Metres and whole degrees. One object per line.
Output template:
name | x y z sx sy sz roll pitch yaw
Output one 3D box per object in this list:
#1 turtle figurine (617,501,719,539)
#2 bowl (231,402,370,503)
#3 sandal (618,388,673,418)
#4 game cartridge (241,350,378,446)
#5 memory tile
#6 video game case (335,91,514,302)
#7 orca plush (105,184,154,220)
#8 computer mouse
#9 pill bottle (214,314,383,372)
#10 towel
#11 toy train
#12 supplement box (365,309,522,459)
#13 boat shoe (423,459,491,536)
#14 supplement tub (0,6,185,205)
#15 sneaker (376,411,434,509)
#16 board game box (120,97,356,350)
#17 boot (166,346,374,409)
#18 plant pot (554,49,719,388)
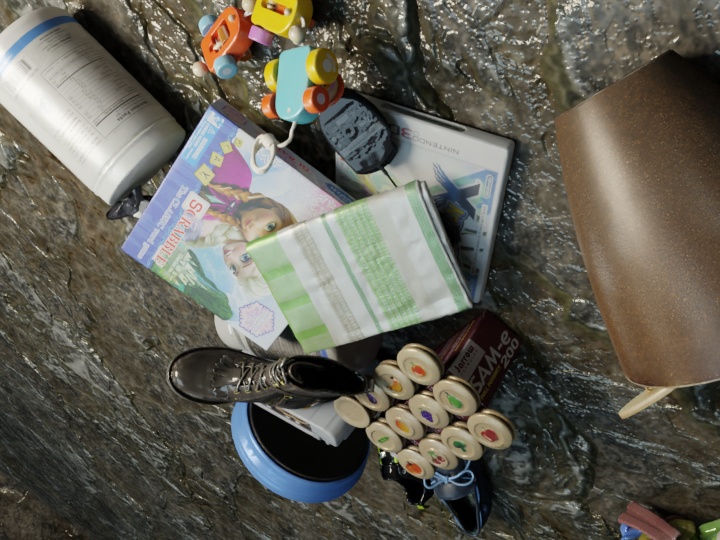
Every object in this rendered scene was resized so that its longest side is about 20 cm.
turtle figurine | 0.389 0.338 0.771 0.143 0.201 0.194 10 140 -19
bowl | -0.076 0.217 0.969 0.200 0.201 0.039 36 125 4
sandal | 0.298 0.056 0.644 0.070 0.078 0.212 53 136 14
game cartridge | -0.072 0.137 0.934 0.199 0.133 0.042 21 145 29
memory tile | 0.063 0.162 0.780 0.153 0.017 0.200 43 141 -3
video game case | 0.055 -0.072 0.732 0.182 0.022 0.200 22 137 20
orca plush | -0.234 -0.046 0.910 0.200 0.106 0.071 18 -173 -42
computer mouse | 0.030 -0.097 0.694 0.059 0.034 0.200 -32 110 23
pill bottle | -0.080 0.062 0.889 0.199 0.114 0.114 4 129 34
towel | 0.000 0.000 0.724 0.199 0.031 0.150 -17 114 20
toy train | -0.083 -0.191 0.668 0.150 0.056 0.200 -44 59 32
supplement box | 0.094 0.139 0.832 0.061 0.109 0.200 40 141 0
boat shoe | 0.135 0.282 0.957 0.084 0.069 0.200 -20 119 30
supplement tub | -0.320 -0.190 0.824 0.200 0.132 0.132 45 140 -8
sneaker | 0.056 0.252 0.985 0.072 0.083 0.200 -15 116 44
board game box | -0.124 -0.043 0.763 0.199 0.041 0.200 35 114 -8
boot | -0.103 0.114 0.780 0.199 0.070 0.174 10 164 -21
plant pot | 0.233 -0.050 0.519 0.187 0.187 0.200 -28 93 48
